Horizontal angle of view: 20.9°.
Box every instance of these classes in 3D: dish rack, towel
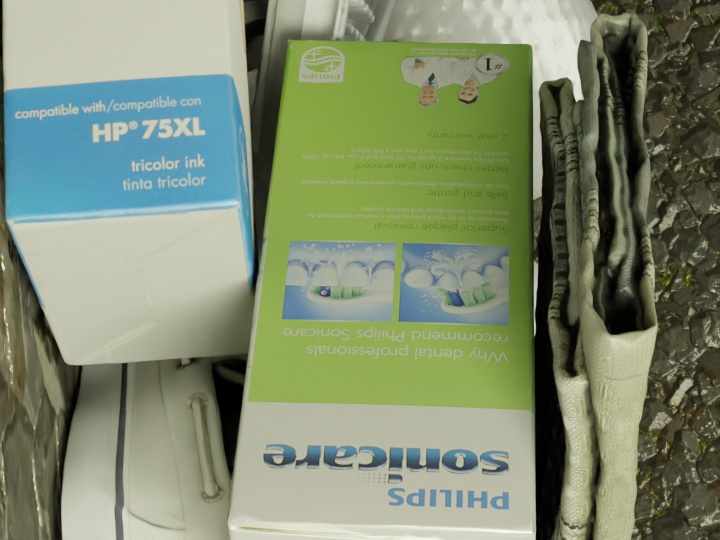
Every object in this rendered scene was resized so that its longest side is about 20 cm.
[{"bbox_3d":[-0.004,-0.138,0.699,0.201,0.043,0.172,101,5,-49],"label":"dish rack"},{"bbox_3d":[0.063,0.044,0.588,0.193,0.034,0.201,-78,171,-58],"label":"towel"}]

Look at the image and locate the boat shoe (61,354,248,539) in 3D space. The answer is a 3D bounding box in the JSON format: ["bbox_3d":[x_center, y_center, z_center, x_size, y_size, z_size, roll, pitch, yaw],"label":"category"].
[{"bbox_3d":[-0.061,0.046,0.672,0.200,0.065,0.072,-94,179,-66],"label":"boat shoe"}]

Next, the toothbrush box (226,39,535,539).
[{"bbox_3d":[0.012,0.045,0.616,0.146,0.086,0.201,89,3,-46],"label":"toothbrush box"}]

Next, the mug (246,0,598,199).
[{"bbox_3d":[0.039,-0.134,0.923,0.147,0.175,0.201,7,-111,64],"label":"mug"}]

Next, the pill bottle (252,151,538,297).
[{"bbox_3d":[0.000,0.000,0.847,0.200,0.112,0.113,25,53,-48],"label":"pill bottle"}]

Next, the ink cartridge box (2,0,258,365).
[{"bbox_3d":[-0.071,-0.084,0.608,0.116,0.067,0.201,89,-3,-68],"label":"ink cartridge box"}]

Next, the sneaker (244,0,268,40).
[{"bbox_3d":[-0.083,-0.144,0.827,0.200,0.080,0.084,-110,177,-59],"label":"sneaker"}]
